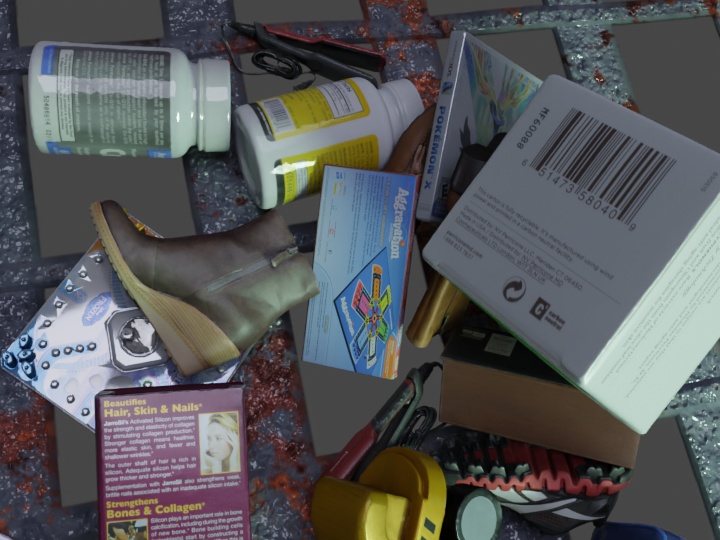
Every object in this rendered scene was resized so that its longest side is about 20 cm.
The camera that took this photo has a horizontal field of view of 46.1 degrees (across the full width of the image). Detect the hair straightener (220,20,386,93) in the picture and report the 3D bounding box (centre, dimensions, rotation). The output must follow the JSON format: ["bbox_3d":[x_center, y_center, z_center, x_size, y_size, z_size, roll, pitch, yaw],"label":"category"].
[{"bbox_3d":[-0.071,-0.243,0.984,0.196,0.041,0.078,18,68,-5],"label":"hair straightener"}]

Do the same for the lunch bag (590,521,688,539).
[{"bbox_3d":[0.272,0.310,0.769,0.130,0.200,0.138,18,73,-1],"label":"lunch bag"}]

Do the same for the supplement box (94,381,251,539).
[{"bbox_3d":[-0.163,0.205,0.751,0.128,0.103,0.204,-1,84,-11],"label":"supplement box"}]

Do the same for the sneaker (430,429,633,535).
[{"bbox_3d":[0.165,0.215,0.840,0.196,0.100,0.071,3,28,1],"label":"sneaker"}]

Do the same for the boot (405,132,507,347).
[{"bbox_3d":[0.131,-0.028,0.854,0.068,0.203,0.188,25,28,22],"label":"boot"}]

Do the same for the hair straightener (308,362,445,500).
[{"bbox_3d":[0.033,0.175,0.857,0.077,0.041,0.201,50,60,-19],"label":"hair straightener"}]

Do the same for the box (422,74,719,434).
[{"bbox_3d":[0.203,-0.013,0.722,0.201,0.171,0.199,-53,49,4],"label":"box"}]

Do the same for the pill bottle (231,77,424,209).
[{"bbox_3d":[-0.031,-0.145,0.919,0.197,0.112,0.113,-17,74,-16],"label":"pill bottle"}]

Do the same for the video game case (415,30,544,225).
[{"bbox_3d":[0.134,-0.131,0.893,0.022,0.198,0.186,12,93,37],"label":"video game case"}]

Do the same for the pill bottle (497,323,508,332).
[{"bbox_3d":[0.242,0.005,0.916,0.199,0.120,0.120,-41,82,-21],"label":"pill bottle"}]

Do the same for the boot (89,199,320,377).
[{"bbox_3d":[-0.153,-0.015,0.837,0.165,0.072,0.202,-34,91,-15],"label":"boot"}]

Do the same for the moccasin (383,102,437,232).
[{"bbox_3d":[0.056,-0.085,0.889,0.203,0.073,0.078,-54,46,3],"label":"moccasin"}]

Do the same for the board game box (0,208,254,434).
[{"bbox_3d":[-0.221,0.066,0.851,0.198,0.026,0.201,33,67,2],"label":"board game box"}]

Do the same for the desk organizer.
[{"bbox_3d":[0.178,0.120,0.831,0.196,0.078,0.072,11,29,18],"label":"desk organizer"}]

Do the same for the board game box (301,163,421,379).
[{"bbox_3d":[0.000,0.000,0.856,0.101,0.019,0.204,9,96,20],"label":"board game box"}]

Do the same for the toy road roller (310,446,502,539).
[{"bbox_3d":[0.022,0.258,0.743,0.144,0.122,0.204,22,76,-32],"label":"toy road roller"}]

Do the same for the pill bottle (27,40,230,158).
[{"bbox_3d":[-0.236,-0.177,0.888,0.196,0.114,0.116,1,70,-11],"label":"pill bottle"}]

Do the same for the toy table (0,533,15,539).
[{"bbox_3d":[-0.360,0.307,0.687,0.181,0.117,0.203,24,68,-2],"label":"toy table"}]
